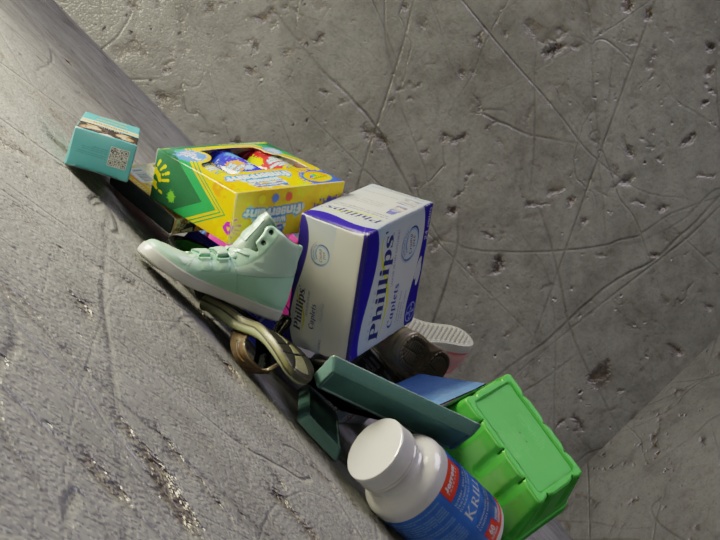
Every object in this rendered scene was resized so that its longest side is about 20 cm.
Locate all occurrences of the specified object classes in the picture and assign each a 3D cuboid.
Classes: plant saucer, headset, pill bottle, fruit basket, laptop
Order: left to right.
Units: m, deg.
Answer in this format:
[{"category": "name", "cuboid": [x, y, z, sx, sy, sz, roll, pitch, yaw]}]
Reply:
[{"category": "headset", "cuboid": [-0.178, 0.027, 1.517, 0.199, 0.095, 0.123, 32, 10, 14]}, {"category": "plant saucer", "cuboid": [-0.052, 0.191, 1.498, 0.070, 0.019, 0.200, 47, 3, -6]}, {"category": "laptop", "cuboid": [0.023, 0.131, 1.522, 0.200, 0.117, 0.187, 41, -17, -19]}, {"category": "plant saucer", "cuboid": [0.041, 0.160, 1.380, 0.198, 0.019, 0.070, 27, -32, -10]}, {"category": "pill bottle", "cuboid": [0.075, 0.266, 1.381, 0.200, 0.112, 0.112, 45, 2, -32]}, {"category": "fruit basket", "cuboid": [0.161, 0.266, 1.527, 0.214, 0.154, 0.218, 25, -54, 40]}]

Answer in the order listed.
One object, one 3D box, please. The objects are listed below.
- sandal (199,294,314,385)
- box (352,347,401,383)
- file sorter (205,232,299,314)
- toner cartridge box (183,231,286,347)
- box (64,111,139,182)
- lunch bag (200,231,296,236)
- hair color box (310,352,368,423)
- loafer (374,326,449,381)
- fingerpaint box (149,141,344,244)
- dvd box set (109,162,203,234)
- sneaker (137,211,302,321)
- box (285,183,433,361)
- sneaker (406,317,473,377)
[{"category": "sandal", "cuboid": [-0.128, 0.092, 1.395, 0.200, 0.058, 0.080, 29, -4, 41]}, {"category": "box", "cuboid": [0.032, 0.160, 1.781, 0.200, 0.044, 0.160, 49, 4, -27]}, {"category": "file sorter", "cuboid": [-0.126, -0.025, 1.759, 0.200, 0.139, 0.126, 47, -29, 5]}, {"category": "toner cartridge box", "cuboid": [-0.173, 0.034, 1.625, 0.200, 0.043, 0.095, 48, 1, 21]}, {"category": "box", "cuboid": [-0.337, -0.165, 1.529, 0.081, 0.050, 0.200, 16, 10, -13]}, {"category": "lunch bag", "cuboid": [-0.192, -0.072, 1.946, 0.132, 0.136, 0.200, 47, 1, -6]}, {"category": "hair color box", "cuboid": [-0.024, 0.175, 1.764, 0.099, 0.061, 0.200, 49, 3, 12]}, {"category": "loafer", "cuboid": [0.075, 0.124, 1.708, 0.068, 0.076, 0.200, 34, -11, 29]}, {"category": "fingerpaint box", "cuboid": [-0.149, -0.109, 1.544, 0.166, 0.074, 0.199, 30, 26, 36]}, {"category": "dvd box set", "cuboid": [-0.230, -0.107, 1.626, 0.146, 0.030, 0.199, 36, 29, 30]}, {"category": "sneaker", "cuboid": [-0.165, -0.028, 1.402, 0.199, 0.120, 0.074, 23, 1, -27]}, {"category": "box", "cuboid": [0.000, 0.000, 1.563, 0.104, 0.186, 0.199, 19, 23, 24]}, {"category": "sneaker", "cuboid": [0.074, 0.128, 1.816, 0.198, 0.105, 0.076, 14, 31, -29]}]
